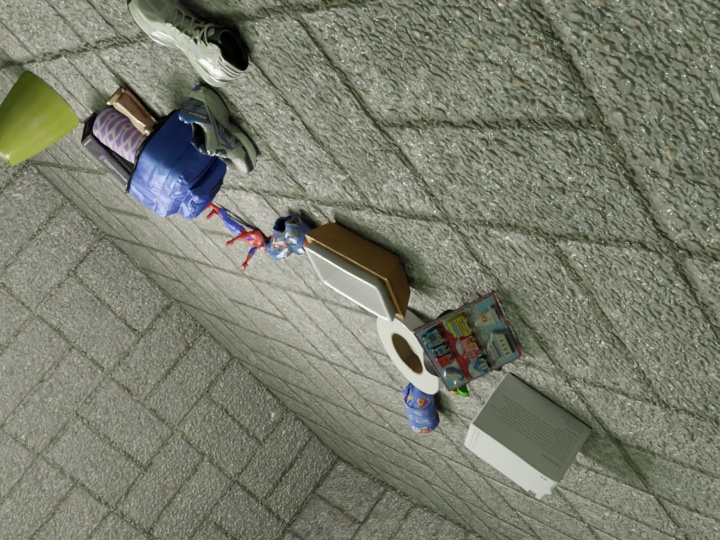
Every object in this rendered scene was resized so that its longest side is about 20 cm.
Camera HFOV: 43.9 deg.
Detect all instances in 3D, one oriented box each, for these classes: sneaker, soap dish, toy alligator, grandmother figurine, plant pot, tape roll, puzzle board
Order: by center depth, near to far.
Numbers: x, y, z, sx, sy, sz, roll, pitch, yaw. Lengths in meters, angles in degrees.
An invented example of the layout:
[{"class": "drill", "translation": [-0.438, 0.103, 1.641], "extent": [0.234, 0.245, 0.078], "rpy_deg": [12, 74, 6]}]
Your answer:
[{"class": "sneaker", "translation": [-0.243, -0.361, 1.316], "extent": [0.200, 0.076, 0.115], "rpy_deg": [38, 156, -26]}, {"class": "puzzle board", "translation": [0.190, 0.129, 1.542], "extent": [0.200, 0.150, 0.017], "rpy_deg": [57, -171, -47]}, {"class": "sneaker", "translation": [-0.264, -0.238, 1.617], "extent": [0.077, 0.085, 0.200], "rpy_deg": [22, 157, 43]}, {"class": "soap dish", "translation": [0.000, 0.000, 1.689], "extent": [0.199, 0.081, 0.158], "rpy_deg": [29, 161, 28]}, {"class": "sneaker", "translation": [-0.151, -0.077, 1.844], "extent": [0.079, 0.075, 0.199], "rpy_deg": [52, 152, -14]}, {"class": "tape roll", "translation": [0.110, 0.166, 1.869], "extent": [0.203, 0.037, 0.203], "rpy_deg": [45, 156, 26]}, {"class": "grandmother figurine", "translation": [-0.443, -0.300, 1.883], "extent": [0.200, 0.061, 0.121], "rpy_deg": [43, -170, -22]}, {"class": "toy alligator", "translation": [0.179, 0.207, 1.905], "extent": [0.200, 0.054, 0.060], "rpy_deg": [33, 148, 48]}, {"class": "plant pot", "translation": [-0.865, -0.373, 2.304], "extent": [0.186, 0.200, 0.187], "rpy_deg": [34, 163, 12]}]

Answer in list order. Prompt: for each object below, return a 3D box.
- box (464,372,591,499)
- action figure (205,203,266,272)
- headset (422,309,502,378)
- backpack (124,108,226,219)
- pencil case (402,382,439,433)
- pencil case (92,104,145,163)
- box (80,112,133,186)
[{"class": "box", "translation": [0.328, 0.334, 1.783], "extent": [0.199, 0.131, 0.199], "rpy_deg": [34, 162, 15]}, {"class": "action figure", "translation": [-0.302, -0.076, 2.097], "extent": [0.199, 0.099, 0.065], "rpy_deg": [29, 162, 22]}, {"class": "headset", "translation": [0.187, 0.148, 1.638], "extent": [0.093, 0.124, 0.200], "rpy_deg": [19, 174, 35]}, {"class": "backpack", "translation": [-0.348, -0.210, 1.751], "extent": [0.167, 0.163, 0.200], "rpy_deg": [30, 150, -3]}, {"class": "pencil case", "translation": [0.152, 0.347, 2.260], "extent": [0.086, 0.079, 0.200], "rpy_deg": [9, 153, 15]}, {"class": "pencil case", "translation": [-0.507, -0.290, 1.996], "extent": [0.199, 0.084, 0.085], "rpy_deg": [34, -162, 20]}, {"class": "box", "translation": [-0.596, -0.288, 2.116], "extent": [0.143, 0.036, 0.200], "rpy_deg": [48, -174, -26]}]
